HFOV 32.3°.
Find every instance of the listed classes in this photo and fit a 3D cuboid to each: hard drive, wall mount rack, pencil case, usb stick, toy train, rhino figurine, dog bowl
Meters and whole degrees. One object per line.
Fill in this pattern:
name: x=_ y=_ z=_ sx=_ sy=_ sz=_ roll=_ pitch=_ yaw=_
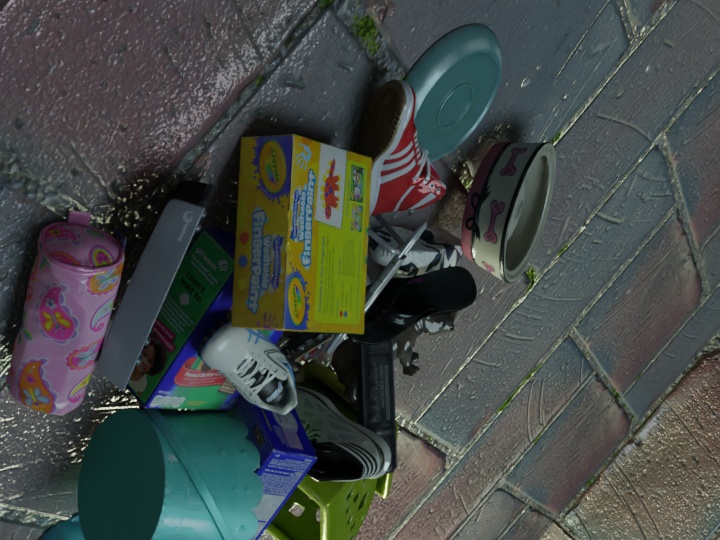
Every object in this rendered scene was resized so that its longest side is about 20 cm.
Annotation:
hard drive: x=-0.206 y=0.009 z=1.247 sx=0.135 sy=0.042 sz=0.202 roll=-98 pitch=-147 yaw=-75
wall mount rack: x=0.000 y=0.000 z=1.524 sx=0.201 sy=0.074 sz=0.174 roll=-53 pitch=177 yaw=9
pencil case: x=-0.288 y=0.044 z=1.207 sx=0.087 sy=0.087 sz=0.202 roll=-18 pitch=140 yaw=-45
usb stick: x=0.020 y=0.164 z=1.606 sx=0.055 sy=0.033 sz=0.203 roll=-1 pitch=89 yaw=-27
toy train: x=-0.070 y=0.093 z=1.614 sx=0.199 sy=0.034 sz=0.046 roll=-33 pitch=152 yaw=-3
rhino figurine: x=0.049 y=0.096 z=1.662 sx=0.199 sy=0.060 sz=0.088 roll=-33 pitch=113 yaw=-3
dog bowl: x=0.204 y=-0.088 z=1.726 sx=0.200 sy=0.073 sz=0.202 roll=-51 pitch=150 yaw=-45

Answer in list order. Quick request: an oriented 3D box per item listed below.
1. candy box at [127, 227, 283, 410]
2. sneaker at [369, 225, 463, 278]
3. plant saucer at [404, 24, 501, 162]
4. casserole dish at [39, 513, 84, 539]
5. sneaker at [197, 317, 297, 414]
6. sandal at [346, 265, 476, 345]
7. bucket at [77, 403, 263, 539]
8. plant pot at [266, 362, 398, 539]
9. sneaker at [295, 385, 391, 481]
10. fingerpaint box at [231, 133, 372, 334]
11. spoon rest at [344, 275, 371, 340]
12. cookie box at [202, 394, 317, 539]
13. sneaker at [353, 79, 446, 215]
candy box: x=-0.162 y=0.060 z=1.420 sx=0.201 sy=0.077 sz=0.169 roll=-57 pitch=152 yaw=12
sneaker: x=0.060 y=0.011 z=1.688 sx=0.199 sy=0.079 sz=0.131 roll=-15 pitch=130 yaw=-63
plant saucer: x=0.110 y=-0.209 z=1.538 sx=0.199 sy=0.027 sz=0.201 roll=-35 pitch=150 yaw=-24
casserole dish: x=-0.382 y=0.390 z=1.564 sx=0.201 sy=0.039 sz=0.121 roll=-56 pitch=152 yaw=15
sneaker: x=-0.119 y=0.108 z=1.386 sx=0.072 sy=0.072 sz=0.200 roll=-46 pitch=153 yaw=-3
sandal: x=0.066 y=0.036 z=1.595 sx=0.199 sy=0.076 sz=0.048 roll=-20 pitch=171 yaw=-26
bucket: x=-0.224 y=0.253 z=1.438 sx=0.134 sy=0.207 sz=0.208 roll=13 pitch=116 yaw=-44
plant pot: x=-0.060 y=0.261 z=1.717 sx=0.181 sy=0.198 sz=0.201 roll=-40 pitch=152 yaw=-30
sneaker: x=-0.064 y=0.200 z=1.549 sx=0.076 sy=0.199 sz=0.115 roll=-68 pitch=160 yaw=7
fingerpaint box: x=-0.062 y=-0.034 z=1.349 sx=0.166 sy=0.073 sz=0.203 roll=7 pitch=85 yaw=-59
spoon rest: x=-0.011 y=0.071 z=1.703 sx=0.099 sy=0.060 sz=0.201 roll=-42 pitch=139 yaw=-15
cookie box: x=-0.157 y=0.237 z=1.535 sx=0.075 sy=0.172 sz=0.201 roll=18 pitch=118 yaw=-37
sneaker: x=0.057 y=-0.143 z=1.459 sx=0.111 sy=0.072 sz=0.201 roll=-4 pitch=142 yaw=-23
